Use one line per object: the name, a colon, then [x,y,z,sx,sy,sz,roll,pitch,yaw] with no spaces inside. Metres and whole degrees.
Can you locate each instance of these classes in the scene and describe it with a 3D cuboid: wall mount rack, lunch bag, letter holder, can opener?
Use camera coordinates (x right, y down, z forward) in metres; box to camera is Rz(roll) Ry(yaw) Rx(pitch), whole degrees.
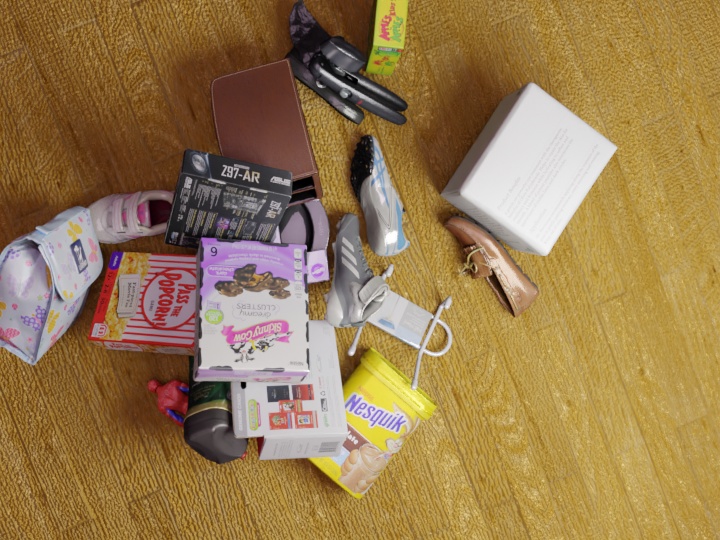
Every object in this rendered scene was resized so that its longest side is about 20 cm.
wall mount rack: [0.061,0.095,1.383,0.197,0.075,0.176,28,69,-4]
lunch bag: [-0.479,0.013,1.296,0.125,0.170,0.203,23,109,-3]
letter holder: [-0.151,-0.207,1.336,0.139,0.101,0.204,-14,73,-2]
can opener: [0.000,-0.288,1.345,0.199,0.078,0.064,32,63,-32]

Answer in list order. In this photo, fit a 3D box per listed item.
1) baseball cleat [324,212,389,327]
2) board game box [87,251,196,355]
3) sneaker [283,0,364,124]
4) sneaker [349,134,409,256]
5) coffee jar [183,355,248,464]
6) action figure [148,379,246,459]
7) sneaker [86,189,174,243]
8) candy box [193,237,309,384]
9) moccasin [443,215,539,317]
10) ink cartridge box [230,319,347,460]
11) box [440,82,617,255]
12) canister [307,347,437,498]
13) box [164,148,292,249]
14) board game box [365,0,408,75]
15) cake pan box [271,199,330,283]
baseball cleat: [0.000,0.000,1.365,0.104,0.070,0.204,0,66,17]
board game box: [-0.314,0.051,1.337,0.196,0.046,0.154,2,65,13]
sneaker: [-0.052,-0.339,1.387,0.199,0.060,0.105,38,94,0]
sneaker: [0.033,-0.124,1.403,0.071,0.071,0.204,-9,86,-36]
coffee jar: [-0.222,0.193,1.322,0.084,0.202,0.105,-21,135,15]
action figure: [-0.264,0.236,1.392,0.198,0.052,0.066,31,84,2]
sneaker: [-0.359,-0.093,1.364,0.196,0.088,0.083,-12,92,-2]
candy box: [-0.163,0.062,1.269,0.164,0.072,0.204,4,68,-17]
moccasin: [0.208,-0.008,1.411,0.078,0.074,0.202,-44,103,-9]
ink cartridge box: [-0.120,0.183,1.323,0.172,0.084,0.203,1,54,-14]
box: [0.256,-0.155,1.341,0.170,0.200,0.201,34,91,-6]
canister: [0.010,0.253,1.398,0.148,0.087,0.201,39,91,-3]
box: [-0.200,-0.091,1.258,0.157,0.201,0.044,10,60,-15]
board game box: [0.040,-0.377,1.321,0.047,0.200,0.104,6,92,-3]
cake pan box: [-0.149,-0.061,1.397,0.196,0.052,0.188,-7,94,-3]
